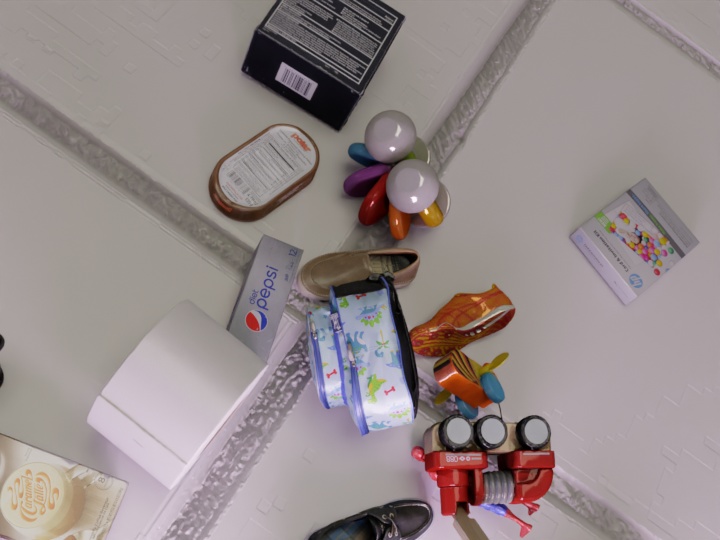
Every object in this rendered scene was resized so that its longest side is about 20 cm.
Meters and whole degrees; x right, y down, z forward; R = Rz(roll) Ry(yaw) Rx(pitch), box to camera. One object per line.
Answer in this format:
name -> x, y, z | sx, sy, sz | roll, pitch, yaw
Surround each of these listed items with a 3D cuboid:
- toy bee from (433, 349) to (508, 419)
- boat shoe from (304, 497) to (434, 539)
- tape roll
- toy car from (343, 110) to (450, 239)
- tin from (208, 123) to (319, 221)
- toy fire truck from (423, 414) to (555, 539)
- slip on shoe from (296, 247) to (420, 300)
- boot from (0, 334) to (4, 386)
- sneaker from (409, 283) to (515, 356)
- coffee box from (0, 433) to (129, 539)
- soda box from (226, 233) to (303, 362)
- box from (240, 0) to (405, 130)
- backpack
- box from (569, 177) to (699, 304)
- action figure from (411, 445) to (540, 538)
toy bee -> 0.172, 0.175, 1.366 | 0.130, 0.201, 0.109 | -18, 38, 9
boat shoe -> 0.020, 0.359, 1.241 | 0.198, 0.057, 0.069 | -12, 71, -24
tape roll -> -0.231, 0.158, 1.162 | 0.139, 0.203, 0.203 | 38, 60, 0
toy car -> 0.048, -0.143, 1.443 | 0.149, 0.175, 0.201 | -26, 74, 10
tin -> -0.149, -0.157, 1.432 | 0.200, 0.042, 0.112 | -40, 88, -30
toy fire truck -> 0.184, 0.303, 1.245 | 0.174, 0.129, 0.202 | 3, 73, -12
slip on shoe -> 0.000, 0.000, 1.397 | 0.198, 0.061, 0.077 | -3, 67, -21
boot -> -0.511, 0.164, 1.098 | 0.069, 0.132, 0.201 | 30, 60, -5
sneaker -> 0.149, 0.079, 1.422 | 0.199, 0.073, 0.077 | -17, 51, -29
coffee box -> -0.401, 0.285, 1.112 | 0.199, 0.080, 0.115 | 23, 61, -9
soda box -> -0.147, 0.052, 1.319 | 0.068, 0.063, 0.201 | 21, 61, -11
box -> -0.060, -0.379, 1.514 | 0.199, 0.123, 0.199 | 31, 61, -6
backpack -> 0.003, 0.129, 1.277 | 0.146, 0.183, 0.202 | -14, 74, 0
box -> 0.489, -0.055, 1.610 | 0.199, 0.041, 0.156 | -33, 80, -28
action figure -> 0.160, 0.314, 1.318 | 0.199, 0.052, 0.066 | 33, 54, 3
